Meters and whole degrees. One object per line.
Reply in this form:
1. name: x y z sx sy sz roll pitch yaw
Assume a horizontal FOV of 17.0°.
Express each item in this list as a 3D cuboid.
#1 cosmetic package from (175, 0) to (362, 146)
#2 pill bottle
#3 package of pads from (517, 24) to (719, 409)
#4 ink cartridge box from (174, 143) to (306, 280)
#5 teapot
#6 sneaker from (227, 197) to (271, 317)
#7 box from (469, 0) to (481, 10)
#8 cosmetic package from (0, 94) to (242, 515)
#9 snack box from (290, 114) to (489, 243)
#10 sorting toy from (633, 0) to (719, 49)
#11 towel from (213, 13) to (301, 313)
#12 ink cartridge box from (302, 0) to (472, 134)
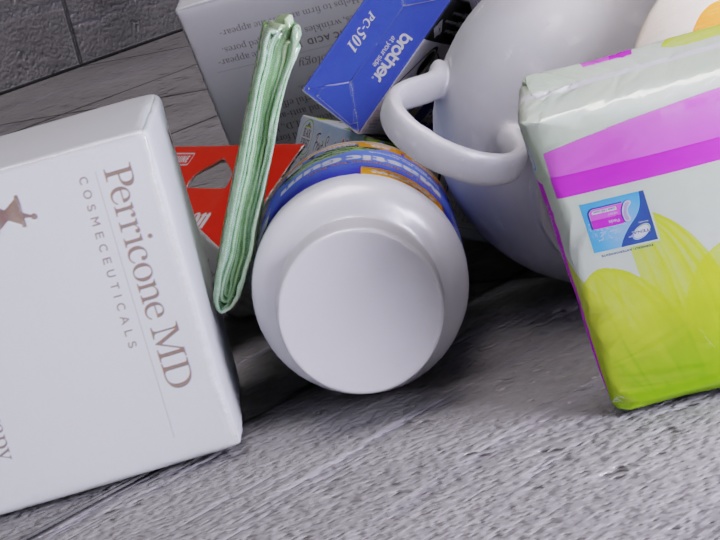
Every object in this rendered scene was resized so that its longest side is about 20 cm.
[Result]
1. cosmetic package: -0.010 -0.151 1.688 0.164 0.201 0.165 -13 30 15
2. pill bottle: 0.000 0.000 1.248 0.111 0.113 0.200 -15 10 2
3. package of pads: 0.183 -0.031 1.043 0.199 0.155 0.068 -15 25 13
4. ink cartridge box: -0.137 -0.019 1.487 0.174 0.043 0.200 -58 26 -15
5. teapot: 0.135 -0.068 1.269 0.199 0.198 0.146 -31 31 5
6. sneaker: -0.042 -0.010 1.451 0.070 0.081 0.200 -18 12 -25
7. box: 0.163 -0.161 1.357 0.199 0.159 0.048 -27 38 -9
8. cosmetic package: -0.178 0.021 1.238 0.199 0.168 0.166 -16 10 0
9. snack box: 0.043 -0.053 1.478 0.141 0.053 0.200 12 4 -13
10. sorting toy: 0.222 -0.127 1.156 0.199 0.181 0.107 17 -38 -36
11. towel: -0.055 -0.062 1.300 0.023 0.154 0.200 12 5 -4
12. ink cartridge box: 0.033 -0.129 1.415 0.094 0.044 0.200 -54 -9 11
